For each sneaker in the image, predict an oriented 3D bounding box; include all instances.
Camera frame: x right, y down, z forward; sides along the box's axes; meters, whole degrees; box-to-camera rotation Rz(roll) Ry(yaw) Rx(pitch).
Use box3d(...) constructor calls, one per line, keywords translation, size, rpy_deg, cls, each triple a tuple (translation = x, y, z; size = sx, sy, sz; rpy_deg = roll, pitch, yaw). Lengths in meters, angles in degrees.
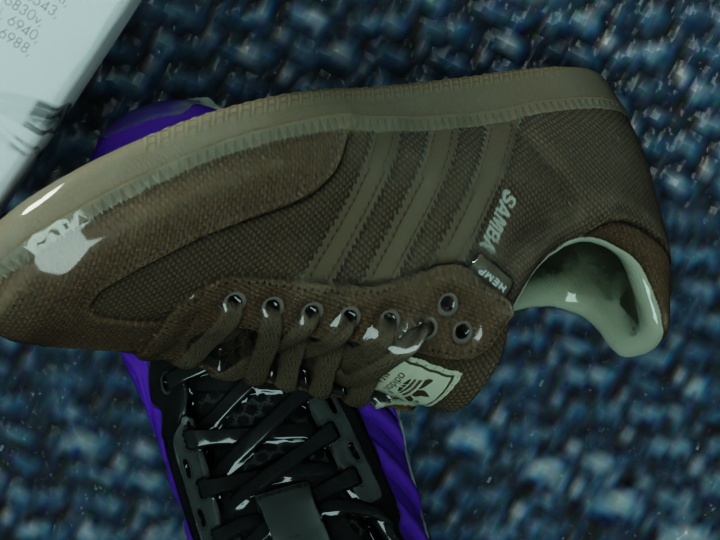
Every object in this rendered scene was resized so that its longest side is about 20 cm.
box3d(translation=(0.000, 0.000, 0.733), size=(0.199, 0.070, 0.076), rpy_deg=(-14, 73, -34), cls="sneaker")
box3d(translation=(-0.017, 0.053, 0.780), size=(0.069, 0.100, 0.201), rpy_deg=(-20, 102, 3), cls="sneaker")

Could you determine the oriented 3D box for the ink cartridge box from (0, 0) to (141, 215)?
box3d(translation=(-0.096, -0.067, 0.747), size=(0.068, 0.116, 0.200), rpy_deg=(33, 102, -7), cls="ink cartridge box")
